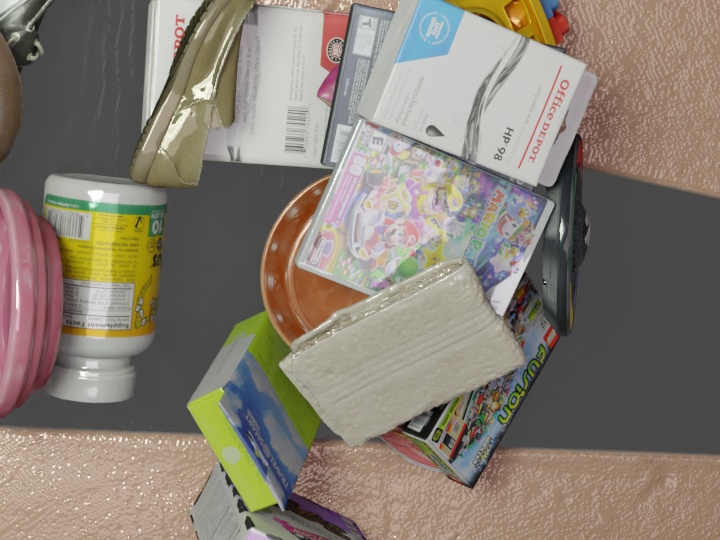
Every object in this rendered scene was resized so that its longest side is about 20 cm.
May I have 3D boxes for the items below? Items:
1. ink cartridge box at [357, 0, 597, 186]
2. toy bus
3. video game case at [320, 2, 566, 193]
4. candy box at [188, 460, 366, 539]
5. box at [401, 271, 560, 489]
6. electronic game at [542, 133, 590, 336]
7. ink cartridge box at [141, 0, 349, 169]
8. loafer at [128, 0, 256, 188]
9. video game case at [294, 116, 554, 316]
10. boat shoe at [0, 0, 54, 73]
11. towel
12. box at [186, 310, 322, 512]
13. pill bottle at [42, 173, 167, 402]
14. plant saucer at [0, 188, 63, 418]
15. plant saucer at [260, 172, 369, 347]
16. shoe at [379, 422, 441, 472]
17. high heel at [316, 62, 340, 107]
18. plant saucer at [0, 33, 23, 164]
[{"bbox_3d":[0.113,-0.150,1.032,0.200,0.067,0.116,19,99,-16],"label":"ink cartridge box"},{"bbox_3d":[0.140,-0.194,1.179,0.192,0.136,0.200,-32,108,-25],"label":"toy bus"},{"bbox_3d":[0.074,-0.147,1.069,0.200,0.019,0.143,9,102,-15],"label":"video game case"},{"bbox_3d":[-0.065,0.272,1.146,0.168,0.200,0.072,29,91,-18],"label":"candy box"},{"bbox_3d":[0.128,0.108,1.210,0.200,0.035,0.110,-58,135,-16],"label":"box"},{"bbox_3d":[0.205,-0.035,1.181,0.042,0.200,0.200,3,99,13],"label":"electronic game"},{"bbox_3d":[-0.103,-0.175,1.129,0.200,0.083,0.147,3,97,-16],"label":"ink cartridge box"},{"bbox_3d":[-0.136,-0.159,1.044,0.067,0.076,0.200,25,101,-18],"label":"loafer"},{"bbox_3d":[0.059,-0.034,1.075,0.200,0.018,0.143,22,97,-16],"label":"video game case"},{"bbox_3d":[-0.320,-0.209,1.078,0.200,0.071,0.064,-40,105,2],"label":"boat shoe"},{"bbox_3d":[0.038,0.078,1.089,0.200,0.035,0.133,-27,122,14],"label":"towel"},{"bbox_3d":[-0.094,0.132,1.119,0.048,0.200,0.122,-25,105,18],"label":"box"},{"bbox_3d":[-0.242,0.015,1.106,0.113,0.113,0.200,5,97,-15],"label":"pill bottle"},{"bbox_3d":[-0.305,0.029,1.051,0.051,0.200,0.201,3,98,-29],"label":"plant saucer"},{"bbox_3d":[0.000,0.000,1.159,0.200,0.032,0.201,-5,75,19],"label":"plant saucer"},{"bbox_3d":[0.045,0.149,1.213,0.200,0.091,0.072,39,87,-17],"label":"shoe"},{"bbox_3d":[0.040,-0.111,1.108,0.096,0.067,0.200,-40,115,-23],"label":"high heel"},{"bbox_3d":[-0.391,-0.158,1.032,0.200,0.032,0.201,4,117,8],"label":"plant saucer"}]
